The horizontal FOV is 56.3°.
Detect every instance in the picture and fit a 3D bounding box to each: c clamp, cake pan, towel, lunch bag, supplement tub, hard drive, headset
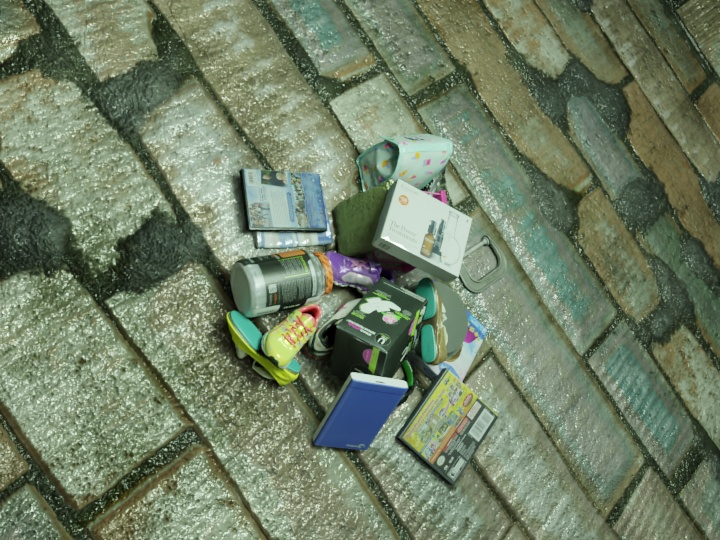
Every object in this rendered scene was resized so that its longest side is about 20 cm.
[{"bbox_3d":[0.306,-0.033,1.788,0.199,0.027,0.172,-24,86,-33],"label":"c clamp"},{"bbox_3d":[0.178,0.115,1.608,0.198,0.037,0.202,10,68,-26],"label":"cake pan"},{"bbox_3d":[0.015,-0.111,1.545,0.036,0.199,0.150,10,68,-44],"label":"towel"},{"bbox_3d":[0.110,-0.269,1.651,0.169,0.200,0.123,-8,78,-31],"label":"lunch bag"},{"bbox_3d":[-0.161,-0.125,1.550,0.198,0.024,0.148,-4,76,-31],"label":"towel"},{"bbox_3d":[-0.166,0.023,1.437,0.198,0.122,0.124,-10,79,-32],"label":"supplement tub"},{"bbox_3d":[-0.002,0.298,1.403,0.131,0.201,0.025,13,34,-25],"label":"hard drive"},{"bbox_3d":[0.049,0.265,1.526,0.123,0.094,0.200,42,42,-6],"label":"headset"}]

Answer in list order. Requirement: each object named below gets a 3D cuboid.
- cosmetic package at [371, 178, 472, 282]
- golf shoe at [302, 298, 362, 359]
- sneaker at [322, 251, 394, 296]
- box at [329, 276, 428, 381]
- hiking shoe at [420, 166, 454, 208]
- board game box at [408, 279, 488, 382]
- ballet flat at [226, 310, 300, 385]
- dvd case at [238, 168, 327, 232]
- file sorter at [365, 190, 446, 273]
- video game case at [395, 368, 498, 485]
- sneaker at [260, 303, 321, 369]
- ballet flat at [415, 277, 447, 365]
[{"bbox_3d":[0.136,-0.085,1.459,0.199,0.052,0.152,25,62,-17],"label":"cosmetic package"},{"bbox_3d":[-0.037,0.125,1.497,0.073,0.092,0.200,52,54,-4],"label":"golf shoe"},{"bbox_3d":[0.000,0.000,1.538,0.199,0.088,0.081,27,45,-33],"label":"sneaker"},{"bbox_3d":[0.040,0.142,1.453,0.123,0.150,0.200,26,41,19],"label":"box"},{"bbox_3d":[0.200,-0.190,1.762,0.100,0.075,0.202,25,71,-30],"label":"hiking shoe"},{"bbox_3d":[0.197,0.161,1.650,0.200,0.041,0.200,41,58,-11],"label":"board game box"},{"bbox_3d":[-0.215,0.170,1.395,0.200,0.067,0.067,42,21,-15],"label":"ballet flat"},{"bbox_3d":[-0.173,-0.157,1.529,0.198,0.018,0.144,-1,75,-32],"label":"dvd case"},{"bbox_3d":[0.102,-0.092,1.587,0.124,0.200,0.141,4,71,-27],"label":"file sorter"},{"bbox_3d":[0.205,0.363,1.571,0.181,0.025,0.200,42,72,-11],"label":"video game case"},{"bbox_3d":[-0.137,0.125,1.394,0.078,0.090,0.200,46,28,-9],"label":"sneaker"},{"bbox_3d":[0.170,0.119,1.547,0.072,0.067,0.202,12,66,-47],"label":"ballet flat"}]
